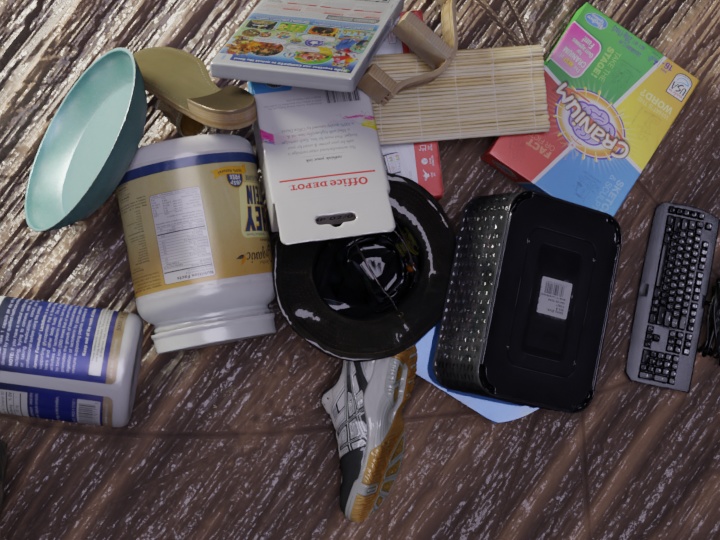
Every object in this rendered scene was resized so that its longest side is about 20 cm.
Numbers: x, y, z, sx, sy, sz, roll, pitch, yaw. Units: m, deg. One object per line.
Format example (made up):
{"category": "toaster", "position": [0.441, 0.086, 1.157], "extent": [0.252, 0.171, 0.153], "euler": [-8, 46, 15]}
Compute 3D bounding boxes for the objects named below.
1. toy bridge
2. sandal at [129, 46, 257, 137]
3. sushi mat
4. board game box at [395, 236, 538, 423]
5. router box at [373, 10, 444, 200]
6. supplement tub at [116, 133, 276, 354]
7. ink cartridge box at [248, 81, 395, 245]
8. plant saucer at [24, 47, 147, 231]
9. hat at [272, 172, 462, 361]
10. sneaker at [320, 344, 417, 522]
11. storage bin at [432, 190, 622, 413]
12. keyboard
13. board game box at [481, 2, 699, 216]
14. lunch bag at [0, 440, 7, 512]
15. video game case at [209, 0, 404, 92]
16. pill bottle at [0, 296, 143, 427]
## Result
{"category": "toy bridge", "position": [0.064, -0.232, 1.300], "extent": [0.067, 0.027, 0.200], "euler": [39, 50, -11]}
{"category": "sandal", "position": [-0.172, -0.162, 1.285], "extent": [0.078, 0.212, 0.070], "euler": [-21, 124, -29]}
{"category": "sushi mat", "position": [0.099, -0.184, 1.331], "extent": [0.200, 0.012, 0.096], "euler": [-6, 87, -11]}
{"category": "board game box", "position": [0.131, 0.063, 1.354], "extent": [0.200, 0.039, 0.158], "euler": [31, 85, 4]}
{"category": "router box", "position": [-0.014, -0.164, 1.347], "extent": [0.179, 0.049, 0.200], "euler": [-7, 87, -7]}
{"category": "supplement tub", "position": [-0.161, -0.025, 1.274], "extent": [0.144, 0.144, 0.200], "euler": [-10, 87, -7]}
{"category": "ink cartridge box", "position": [-0.040, -0.109, 1.250], "extent": [0.115, 0.068, 0.200], "euler": [-7, 68, -9]}
{"category": "plant saucer", "position": [-0.265, -0.123, 1.261], "extent": [0.036, 0.200, 0.200], "euler": [28, 83, -32]}
{"category": "hat", "position": [0.000, 0.000, 1.303], "extent": [0.200, 0.081, 0.201], "euler": [2, 80, -14]}
{"category": "sneaker", "position": [-0.001, 0.157, 1.324], "extent": [0.088, 0.076, 0.200], "euler": [13, 94, 24]}
{"category": "storage bin", "position": [0.166, 0.031, 1.265], "extent": [0.135, 0.094, 0.200], "euler": [14, 84, -24]}
{"category": "keyboard", "position": [0.354, 0.030, 1.378], "extent": [0.104, 0.040, 0.200], "euler": [11, 86, -5]}
{"category": "board game box", "position": [0.248, -0.163, 1.380], "extent": [0.153, 0.040, 0.200], "euler": [33, 83, -3]}
{"category": "lunch bag", "position": [-0.408, 0.259, 1.217], "extent": [0.117, 0.164, 0.200], "euler": [8, 84, -11]}
{"category": "video game case", "position": [-0.049, -0.236, 1.276], "extent": [0.143, 0.200, 0.018], "euler": [9, 126, 13]}
{"category": "pill bottle", "position": [-0.321, 0.087, 1.263], "extent": [0.200, 0.116, 0.116], "euler": [8, 85, -6]}
